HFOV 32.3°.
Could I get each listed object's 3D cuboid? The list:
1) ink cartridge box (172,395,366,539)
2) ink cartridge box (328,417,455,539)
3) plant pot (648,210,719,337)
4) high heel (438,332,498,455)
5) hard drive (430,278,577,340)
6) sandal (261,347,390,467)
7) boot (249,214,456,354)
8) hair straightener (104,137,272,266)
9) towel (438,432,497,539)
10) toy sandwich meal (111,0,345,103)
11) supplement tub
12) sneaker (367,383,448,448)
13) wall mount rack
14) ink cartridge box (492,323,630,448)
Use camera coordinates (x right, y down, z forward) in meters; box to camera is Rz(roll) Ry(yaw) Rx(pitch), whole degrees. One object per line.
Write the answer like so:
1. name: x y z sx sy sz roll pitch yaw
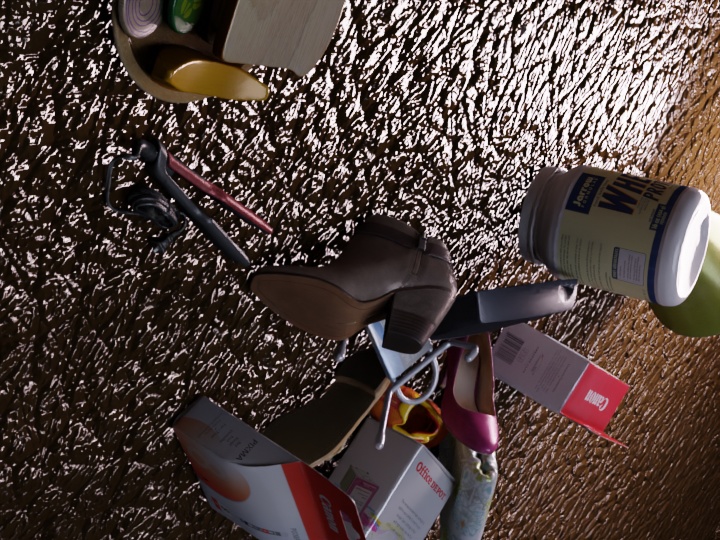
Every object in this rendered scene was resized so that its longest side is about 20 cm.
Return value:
1. ink cartridge box: -0.081 0.224 1.196 0.050 0.200 0.162 -43 146 -24
2. ink cartridge box: 0.012 0.292 1.449 0.200 0.085 0.145 -55 147 -14
3. plant pot: 0.477 -0.026 1.840 0.200 0.187 0.187 39 83 -44
4. high heel: 0.141 0.135 1.479 0.200 0.067 0.096 -95 -152 -66
5. hard drive: 0.155 0.046 1.451 0.200 0.135 0.042 -5 80 -48
6. sandal: -0.034 0.174 1.345 0.212 0.078 0.070 -43 144 -35
7. boot: 0.000 0.000 1.226 0.146 0.200 0.070 -76 -166 -44
8. hair straightener: -0.146 -0.045 1.024 0.077 0.041 0.200 -57 149 -4
9. towel: 0.131 0.253 1.575 0.200 0.048 0.171 -92 -173 -54
10. toy sandwich meal: -0.095 -0.205 0.932 0.205 0.070 0.205 -36 142 -34
11. supplement tub: 0.306 -0.047 1.501 0.145 0.200 0.145 -37 135 -50
12. sneaker: 0.068 0.188 1.503 0.073 0.077 0.200 -60 151 -2
13. wall mount rack: 0.036 0.081 1.306 0.174 0.075 0.200 -39 120 -27
14. ink cartridge box: 0.287 0.155 1.695 0.084 0.175 0.200 -60 150 2
